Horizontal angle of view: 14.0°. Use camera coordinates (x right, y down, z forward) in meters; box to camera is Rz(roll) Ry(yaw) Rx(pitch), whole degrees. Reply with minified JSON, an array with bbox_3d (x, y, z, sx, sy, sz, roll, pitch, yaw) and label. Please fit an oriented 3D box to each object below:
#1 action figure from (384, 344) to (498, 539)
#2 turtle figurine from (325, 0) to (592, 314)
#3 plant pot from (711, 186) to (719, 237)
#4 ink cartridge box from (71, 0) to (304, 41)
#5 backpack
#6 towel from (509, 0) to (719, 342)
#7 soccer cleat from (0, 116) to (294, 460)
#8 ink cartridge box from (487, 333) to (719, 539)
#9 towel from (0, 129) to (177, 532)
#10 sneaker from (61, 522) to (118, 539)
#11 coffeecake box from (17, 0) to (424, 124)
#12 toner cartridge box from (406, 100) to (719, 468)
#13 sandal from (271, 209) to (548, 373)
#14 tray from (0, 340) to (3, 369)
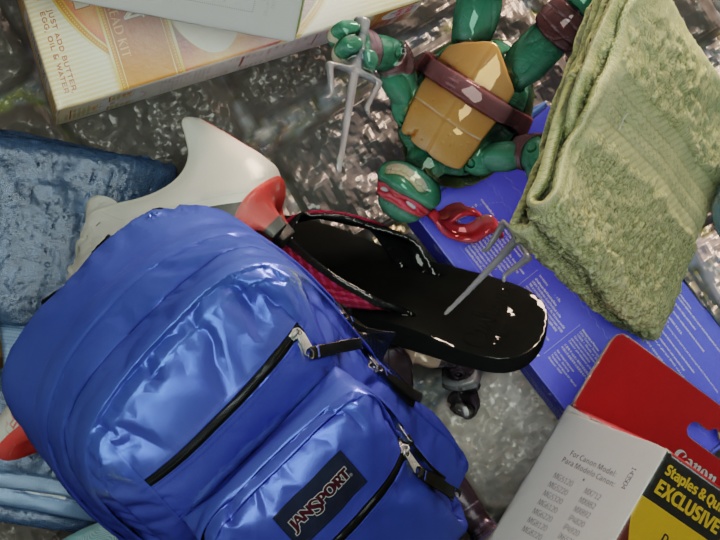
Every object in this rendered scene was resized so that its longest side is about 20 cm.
[{"bbox_3d":[0.021,0.100,1.519,0.130,0.069,0.200,-28,88,0],"label":"action figure"},{"bbox_3d":[0.052,-0.089,1.467,0.149,0.101,0.200,29,94,-5],"label":"turtle figurine"},{"bbox_3d":[0.300,-0.088,1.501,0.199,0.200,0.189,20,72,-6],"label":"plant pot"},{"bbox_3d":[-0.118,-0.185,1.421,0.199,0.059,0.104,10,112,-7],"label":"ink cartridge box"},{"bbox_3d":[-0.052,0.072,1.370,0.163,0.168,0.200,-48,127,-11],"label":"backpack"},{"bbox_3d":[0.136,-0.053,1.440,0.036,0.200,0.149,17,78,26],"label":"towel"},{"bbox_3d":[-0.121,0.010,1.461,0.085,0.069,0.200,44,86,10],"label":"soccer cleat"},{"bbox_3d":[0.166,0.156,1.478,0.200,0.084,0.176,34,84,-38],"label":"ink cartridge box"},{"bbox_3d":[-0.160,0.031,1.506,0.111,0.049,0.201,10,87,-7],"label":"towel"},{"bbox_3d":[-0.158,0.215,1.490,0.079,0.131,0.200,39,51,13],"label":"sneaker"},{"bbox_3d":[-0.084,-0.179,1.510,0.199,0.073,0.154,-18,89,-8],"label":"coffeecake box"},{"bbox_3d":[0.120,0.019,1.542,0.095,0.043,0.200,-38,93,-8],"label":"toner cartridge box"},{"bbox_3d":[0.000,0.000,1.494,0.199,0.045,0.075,13,48,14],"label":"sandal"},{"bbox_3d":[-0.285,0.011,1.474,0.199,0.037,0.099,-6,89,9],"label":"tray"}]
